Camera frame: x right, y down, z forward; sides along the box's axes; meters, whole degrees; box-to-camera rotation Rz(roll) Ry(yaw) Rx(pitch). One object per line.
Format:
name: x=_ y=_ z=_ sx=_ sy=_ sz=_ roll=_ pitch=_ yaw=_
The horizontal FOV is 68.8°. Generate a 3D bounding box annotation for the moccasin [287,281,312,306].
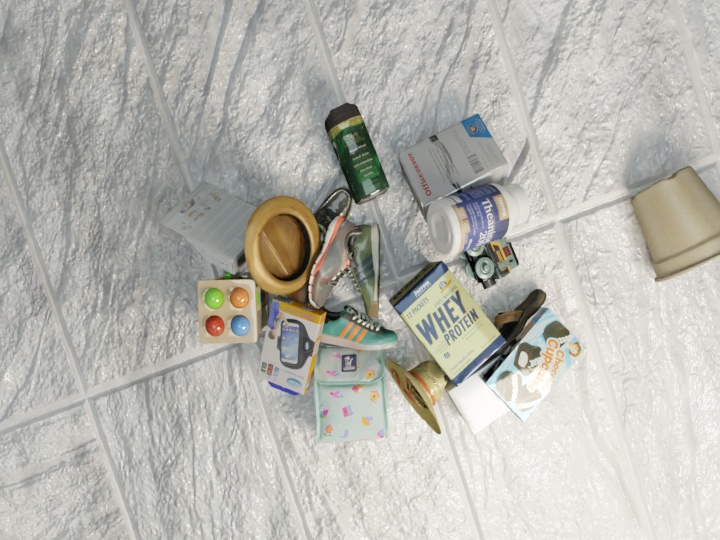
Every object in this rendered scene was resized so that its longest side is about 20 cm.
moccasin: x=-0.146 y=0.102 z=1.177 sx=0.075 sy=0.073 sz=0.210 roll=2 pitch=96 yaw=14

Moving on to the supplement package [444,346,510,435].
supplement package: x=0.290 y=0.244 z=1.158 sx=0.197 sy=0.114 sz=0.111 roll=-34 pitch=93 yaw=0

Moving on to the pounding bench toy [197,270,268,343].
pounding bench toy: x=-0.273 y=0.042 z=1.131 sx=0.119 sy=0.156 sz=0.209 roll=-1 pitch=93 yaw=1

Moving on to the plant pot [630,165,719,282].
plant pot: x=0.678 y=-0.106 z=1.112 sx=0.195 sy=0.201 sz=0.188 roll=-26 pitch=81 yaw=2

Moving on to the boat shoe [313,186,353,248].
boat shoe: x=-0.082 y=-0.094 z=1.167 sx=0.071 sy=0.066 sz=0.203 roll=37 pitch=95 yaw=-5

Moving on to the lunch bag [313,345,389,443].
lunch bag: x=-0.019 y=0.266 z=1.161 sx=0.163 sy=0.122 sz=0.208 roll=-4 pitch=77 yaw=5

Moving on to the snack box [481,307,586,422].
snack box: x=0.356 y=0.192 z=1.083 sx=0.116 sy=0.037 sz=0.201 roll=42 pitch=88 yaw=-3

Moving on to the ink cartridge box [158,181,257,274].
ink cartridge box: x=-0.306 y=-0.096 z=1.140 sx=0.195 sy=0.058 sz=0.164 roll=22 pitch=49 yaw=16

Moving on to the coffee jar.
coffee jar: x=-0.010 y=-0.253 z=1.140 sx=0.083 sy=0.104 sz=0.206 roll=-23 pitch=93 yaw=-3

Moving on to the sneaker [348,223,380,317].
sneaker: x=0.000 y=0.000 z=1.175 sx=0.086 sy=0.067 sz=0.209 roll=0 pitch=90 yaw=5

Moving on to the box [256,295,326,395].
box: x=-0.152 y=0.170 z=1.129 sx=0.115 sy=0.041 sz=0.207 roll=16 pitch=101 yaw=12

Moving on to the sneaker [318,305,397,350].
sneaker: x=-0.011 y=0.123 z=1.166 sx=0.192 sy=0.071 sz=0.083 roll=6 pitch=101 yaw=8

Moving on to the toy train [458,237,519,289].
toy train: x=0.269 y=-0.066 z=1.163 sx=0.111 sy=0.085 sz=0.206 roll=-24 pitch=90 yaw=-12

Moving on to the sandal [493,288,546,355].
sandal: x=0.332 y=0.104 z=1.154 sx=0.055 sy=0.082 sz=0.200 roll=46 pitch=78 yaw=-7

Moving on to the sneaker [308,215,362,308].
sneaker: x=-0.051 y=-0.009 z=1.118 sx=0.080 sy=0.077 sz=0.207 roll=21 pitch=100 yaw=13

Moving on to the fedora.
fedora: x=-0.172 y=-0.054 z=1.092 sx=0.196 sy=0.081 sz=0.209 roll=-11 pitch=107 yaw=-39

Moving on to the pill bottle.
pill bottle: x=0.240 y=-0.109 z=1.061 sx=0.194 sy=0.111 sz=0.115 roll=-19 pitch=93 yaw=-19

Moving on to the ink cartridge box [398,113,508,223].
ink cartridge box: x=0.195 y=-0.217 z=1.125 sx=0.195 sy=0.085 sz=0.148 roll=-25 pitch=65 yaw=2

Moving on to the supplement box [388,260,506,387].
supplement box: x=0.172 y=0.103 z=1.107 sx=0.133 sy=0.200 sz=0.201 roll=-40 pitch=90 yaw=0

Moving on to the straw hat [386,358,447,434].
straw hat: x=0.140 y=0.242 z=1.128 sx=0.084 sy=0.201 sz=0.205 roll=-33 pitch=92 yaw=-12
